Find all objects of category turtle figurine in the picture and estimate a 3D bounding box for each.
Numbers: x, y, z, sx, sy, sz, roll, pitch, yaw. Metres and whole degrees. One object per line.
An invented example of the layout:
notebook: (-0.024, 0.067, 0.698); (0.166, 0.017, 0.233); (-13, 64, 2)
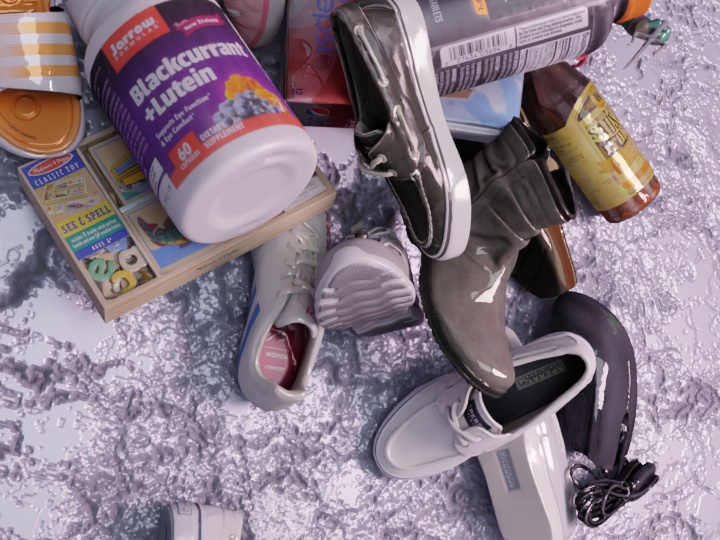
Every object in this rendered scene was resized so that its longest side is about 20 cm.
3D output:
turtle figurine: (0.209, -0.268, 0.956); (0.150, 0.100, 0.200); (50, 46, -31)

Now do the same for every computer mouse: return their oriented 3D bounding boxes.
computer mouse: (0.219, 0.112, 0.943); (0.138, 0.053, 0.201); (-7, 83, -53)

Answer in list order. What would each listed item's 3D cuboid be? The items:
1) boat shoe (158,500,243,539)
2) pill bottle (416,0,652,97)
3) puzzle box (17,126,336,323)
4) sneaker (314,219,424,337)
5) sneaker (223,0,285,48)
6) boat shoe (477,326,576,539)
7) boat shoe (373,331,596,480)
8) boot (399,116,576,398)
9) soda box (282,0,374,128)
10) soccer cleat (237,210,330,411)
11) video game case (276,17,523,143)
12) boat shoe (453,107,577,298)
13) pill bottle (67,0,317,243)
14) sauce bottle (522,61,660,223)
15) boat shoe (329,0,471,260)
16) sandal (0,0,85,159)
boat shoe: (-0.118, 0.273, 0.790); (0.066, 0.074, 0.201); (7, 82, -20)
pill bottle: (0.121, -0.205, 0.828); (0.199, 0.106, 0.107); (-17, 93, -8)
puzzle box: (-0.135, -0.062, 0.806); (0.200, 0.025, 0.133); (-29, 71, -23)
sneaker: (0.000, 0.000, 0.818); (0.074, 0.200, 0.082); (-16, 78, 4)
sneaker: (-0.107, -0.242, 0.784); (0.104, 0.201, 0.076); (-13, 59, -20)
boat shoe: (0.143, 0.142, 0.924); (0.068, 0.072, 0.201); (-8, 77, -52)
boat shoe: (0.094, 0.108, 0.858); (0.200, 0.065, 0.074); (-34, 86, 9)
boot: (0.108, -0.016, 0.819); (0.068, 0.130, 0.201); (23, 43, -48)
soda box: (-0.023, -0.215, 0.842); (0.070, 0.063, 0.201); (2, 81, -5)
soccer cleat: (-0.050, 0.009, 0.834); (0.070, 0.086, 0.201); (8, 82, -23)
video game case: (0.040, -0.205, 0.887); (0.199, 0.022, 0.183); (8, 81, -3)
boat shoe: (0.141, -0.075, 0.933); (0.074, 0.076, 0.201); (-30, 99, -27)
pill bottle: (-0.126, -0.129, 0.764); (0.111, 0.112, 0.200); (-26, 70, -23)
sauce bottle: (0.191, -0.135, 0.964); (0.066, 0.066, 0.200); (-45, 105, -20)
boat shoe: (0.024, -0.097, 0.776); (0.063, 0.071, 0.201); (-24, 106, -26)
sandal: (-0.250, -0.183, 0.769); (0.079, 0.059, 0.208); (-12, 87, -18)
